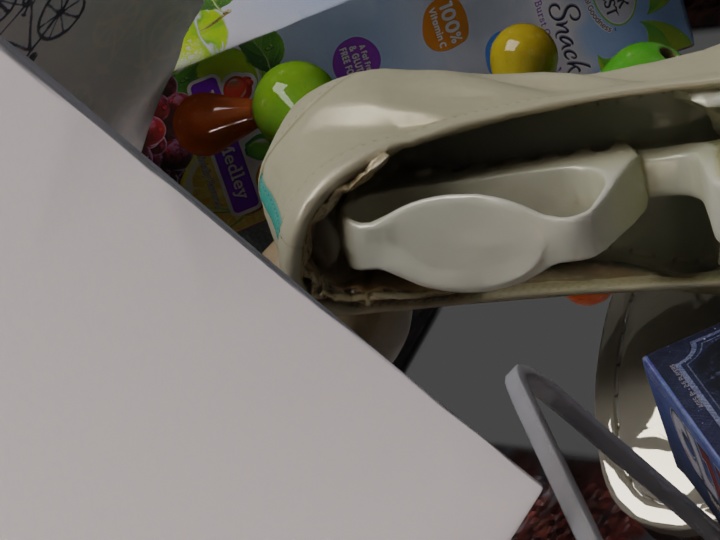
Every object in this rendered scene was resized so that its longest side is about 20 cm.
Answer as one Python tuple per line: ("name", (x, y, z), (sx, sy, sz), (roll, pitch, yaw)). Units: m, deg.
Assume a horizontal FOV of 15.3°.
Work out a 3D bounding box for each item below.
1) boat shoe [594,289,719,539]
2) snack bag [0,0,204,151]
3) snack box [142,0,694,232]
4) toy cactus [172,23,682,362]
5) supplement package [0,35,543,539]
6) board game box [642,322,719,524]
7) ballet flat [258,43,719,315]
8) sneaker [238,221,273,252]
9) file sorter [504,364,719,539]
("boat shoe", (0.116, -0.007, 0.715), (0.071, 0.060, 0.201), (8, 58, 22))
("snack bag", (-0.128, 0.004, 0.749), (0.021, 0.188, 0.201), (27, 101, 23))
("snack box", (-0.010, -0.092, 0.922), (0.199, 0.068, 0.169), (-22, 26, -8))
("toy cactus", (0.000, 0.000, 0.751), (0.199, 0.103, 0.165), (-10, 26, 21))
("supplement package", (-0.096, 0.049, 0.572), (0.152, 0.150, 0.200), (-55, 23, -10))
("board game box", (0.154, 0.048, 0.552), (0.135, 0.035, 0.200), (-23, 28, -4))
("ballet flat", (0.072, -0.018, 0.645), (0.198, 0.070, 0.070), (-5, 40, 9))
("sneaker", (-0.025, -0.037, 0.962), (0.080, 0.070, 0.200), (-51, 26, -7))
("file sorter", (0.020, 0.141, 0.589), (0.200, 0.139, 0.125), (-44, 26, 12))
